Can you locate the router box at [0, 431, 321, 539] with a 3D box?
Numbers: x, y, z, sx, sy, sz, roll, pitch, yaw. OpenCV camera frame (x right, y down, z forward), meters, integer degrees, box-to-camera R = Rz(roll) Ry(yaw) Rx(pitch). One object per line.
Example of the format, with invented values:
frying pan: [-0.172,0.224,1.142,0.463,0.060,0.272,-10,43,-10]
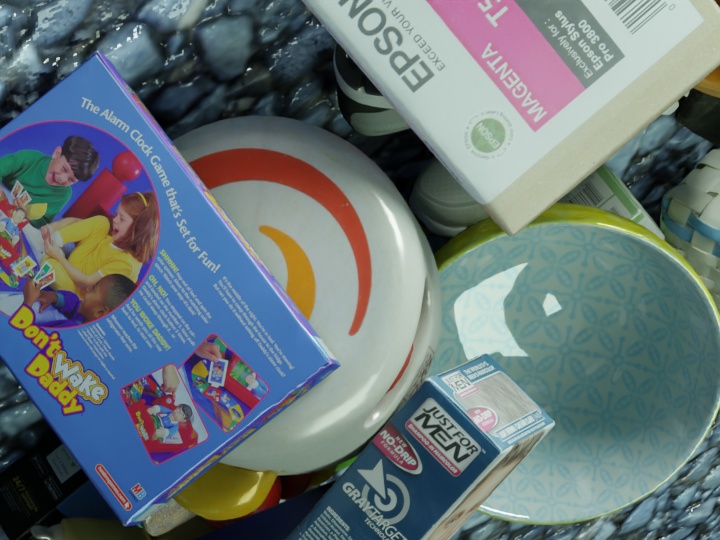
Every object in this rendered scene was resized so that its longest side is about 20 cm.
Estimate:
router box: [-0.127,0.139,1.686,0.149,0.051,0.200,-39,148,4]

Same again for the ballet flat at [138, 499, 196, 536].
ballet flat: [-0.070,0.081,1.555,0.200,0.067,0.068,-63,149,-48]

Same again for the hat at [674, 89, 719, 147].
hat: [0.242,-0.121,1.644,0.081,0.201,0.201,13,131,-13]

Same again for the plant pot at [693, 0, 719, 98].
plant pot: [0.254,-0.211,1.482,0.183,0.200,0.201,-25,152,-49]

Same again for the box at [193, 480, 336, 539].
box: [-0.074,0.192,1.598,0.199,0.032,0.121,-19,149,-29]

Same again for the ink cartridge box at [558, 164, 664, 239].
ink cartridge box: [0.130,0.008,1.733,0.145,0.048,0.200,-40,162,6]

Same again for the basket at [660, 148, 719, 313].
basket: [0.280,0.024,1.823,0.139,0.176,0.201,-36,142,-36]

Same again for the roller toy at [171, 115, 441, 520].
roller toy: [-0.048,0.019,1.453,0.182,0.201,0.140,-20,168,4]

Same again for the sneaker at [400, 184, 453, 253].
sneaker: [0.000,0.000,1.607,0.199,0.071,0.083,-13,137,-40]

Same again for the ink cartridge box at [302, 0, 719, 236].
ink cartridge box: [0.073,-0.145,1.380,0.165,0.075,0.200,-41,113,4]

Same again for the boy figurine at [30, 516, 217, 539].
boy figurine: [-0.164,0.188,1.601,0.199,0.064,0.125,-30,133,-14]

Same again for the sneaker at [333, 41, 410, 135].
sneaker: [0.072,-0.133,1.510,0.199,0.074,0.079,-21,158,-16]

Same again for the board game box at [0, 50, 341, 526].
board game box: [-0.123,0.010,1.363,0.134,0.200,0.045,-37,173,2]

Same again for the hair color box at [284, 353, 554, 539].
hair color box: [0.013,0.142,1.499,0.200,0.061,0.100,-50,169,19]

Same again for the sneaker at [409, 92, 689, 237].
sneaker: [0.107,-0.097,1.596,0.200,0.075,0.081,-37,143,-15]

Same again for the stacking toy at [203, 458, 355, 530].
stacking toy: [-0.027,0.097,1.642,0.200,0.085,0.086,-38,157,-42]

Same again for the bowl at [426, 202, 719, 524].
bowl: [0.109,0.038,1.579,0.199,0.108,0.201,-2,117,-3]
